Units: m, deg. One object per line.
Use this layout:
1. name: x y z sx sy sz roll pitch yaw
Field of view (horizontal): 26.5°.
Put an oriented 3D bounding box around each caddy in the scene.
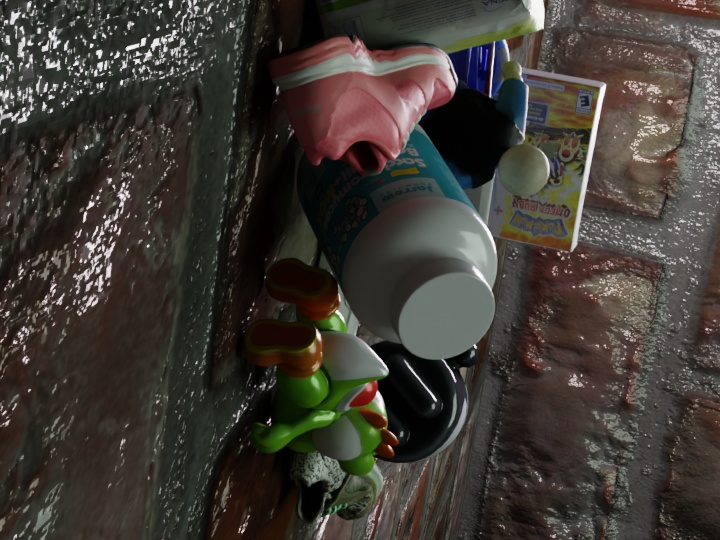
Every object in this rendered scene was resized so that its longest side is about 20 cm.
1. caddy: 0.095 -0.213 1.495 0.201 0.104 0.143 84 20 -61

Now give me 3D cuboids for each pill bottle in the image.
1. pill bottle: 0.029 -0.024 1.076 0.201 0.110 0.112 -118 -153 -52

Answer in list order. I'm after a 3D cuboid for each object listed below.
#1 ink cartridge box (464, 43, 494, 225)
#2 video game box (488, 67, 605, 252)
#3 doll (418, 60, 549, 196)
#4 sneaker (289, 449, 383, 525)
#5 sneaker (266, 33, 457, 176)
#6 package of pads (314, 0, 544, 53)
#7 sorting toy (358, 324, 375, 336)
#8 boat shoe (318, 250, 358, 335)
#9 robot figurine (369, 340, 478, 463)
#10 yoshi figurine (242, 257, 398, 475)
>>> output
1. ink cartridge box: 0.096 -0.089 1.431 0.201 0.044 0.178 93 0 -52
2. video game box: 0.152 -0.129 1.660 0.047 0.198 0.184 -41 141 -68
3. doll: 0.077 -0.118 1.212 0.136 0.200 0.049 -42 137 -10
4. sneaker: -0.035 0.185 1.338 0.089 0.076 0.201 -60 158 -25
5. sneaker: 0.005 -0.107 1.043 0.199 0.073 0.088 -8 86 -58
6. package of pads: 0.060 -0.199 1.143 0.200 0.153 0.069 -27 103 -78
7. sorting toy: 0.022 -0.039 1.432 0.185 0.036 0.203 19 76 -80
8. boat shoe: 0.000 0.000 1.294 0.074 0.066 0.202 -61 160 -61
9. robot figurine: 0.047 0.134 1.547 0.200 0.148 0.126 34 55 -79
10. yoshi figurine: -0.042 0.085 1.148 0.112 0.112 0.201 56 -9 42
